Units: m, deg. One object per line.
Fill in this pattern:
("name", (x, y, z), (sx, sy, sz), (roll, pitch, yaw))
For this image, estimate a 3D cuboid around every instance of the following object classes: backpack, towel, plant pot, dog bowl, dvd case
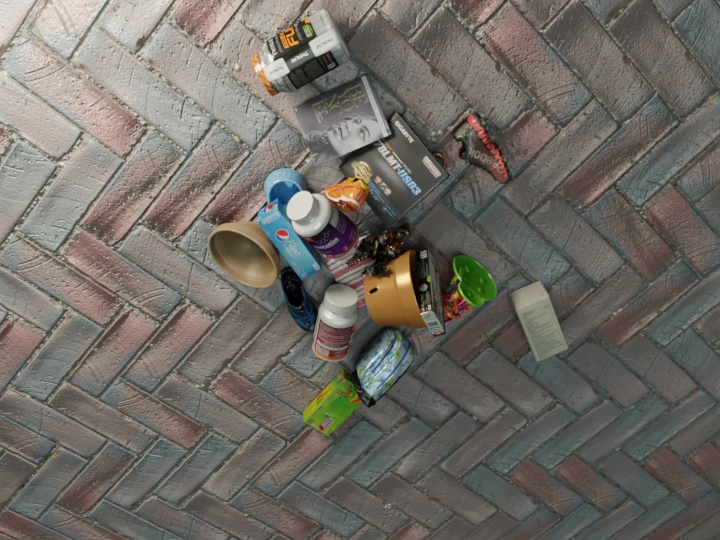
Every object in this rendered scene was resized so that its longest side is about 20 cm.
("backpack", (0.064, 0.263, 1.881), (0.199, 0.163, 0.155), (-32, 102, 5))
("towel", (0.000, 0.000, 1.801), (0.145, 0.030, 0.201), (-24, 115, 8))
("plant pot", (-0.279, -0.056, 1.685), (0.199, 0.093, 0.202), (17, 139, 15))
("dog bowl", (-0.183, -0.155, 1.684), (0.110, 0.050, 0.202), (-6, 120, -2))
("plant pot", (0.095, 0.062, 1.725), (0.138, 0.201, 0.202), (-15, 120, 17))
("dvd case", (-0.044, -0.355, 1.578), (0.198, 0.016, 0.150), (-22, 97, 6))

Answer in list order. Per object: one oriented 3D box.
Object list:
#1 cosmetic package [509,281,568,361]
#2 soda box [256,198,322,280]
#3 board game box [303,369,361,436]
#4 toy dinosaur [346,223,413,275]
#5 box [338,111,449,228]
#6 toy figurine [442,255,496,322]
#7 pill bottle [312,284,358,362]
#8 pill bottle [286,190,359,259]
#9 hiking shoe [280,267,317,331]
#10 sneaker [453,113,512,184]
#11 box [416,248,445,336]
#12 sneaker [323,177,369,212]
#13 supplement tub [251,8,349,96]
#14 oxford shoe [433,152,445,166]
("cosmetic package", (0.507, 0.145, 1.890), (0.102, 0.088, 0.201), (-22, 119, 8))
("soda box", (-0.176, -0.076, 1.661), (0.064, 0.068, 0.201), (-29, 117, 10))
("board game box", (-0.074, 0.400, 1.999), (0.101, 0.048, 0.200), (34, 111, -21))
("toy dinosaur", (0.047, -0.050, 1.700), (0.102, 0.136, 0.201), (38, 124, 1))
("box", (0.082, -0.242, 1.618), (0.198, 0.050, 0.201), (-39, 88, 18))
("toy figurine", (0.251, 0.087, 1.794), (0.150, 0.201, 0.184), (37, 123, -7))
("pill bottle", (-0.067, 0.143, 1.809), (0.108, 0.110, 0.202), (7, 127, -9))
("pill bottle", (-0.094, -0.114, 1.642), (0.112, 0.113, 0.200), (-35, 142, 14))
("hiking shoe", (-0.171, 0.094, 1.800), (0.074, 0.087, 0.202), (-19, 119, 5))
("sneaker", (0.299, -0.286, 1.646), (0.097, 0.071, 0.201), (-33, 114, 13))
("box", (0.180, 0.055, 1.706), (0.034, 0.202, 0.110), (-14, 139, 17))
("sneaker", (-0.030, -0.186, 1.611), (0.073, 0.200, 0.078), (37, 82, -26))
("supplement tub", (-0.133, -0.477, 1.471), (0.198, 0.123, 0.123), (-27, 118, 9))
("oxford shoe", (0.146, -0.206, 1.673), (0.071, 0.073, 0.200), (31, 111, -20))
